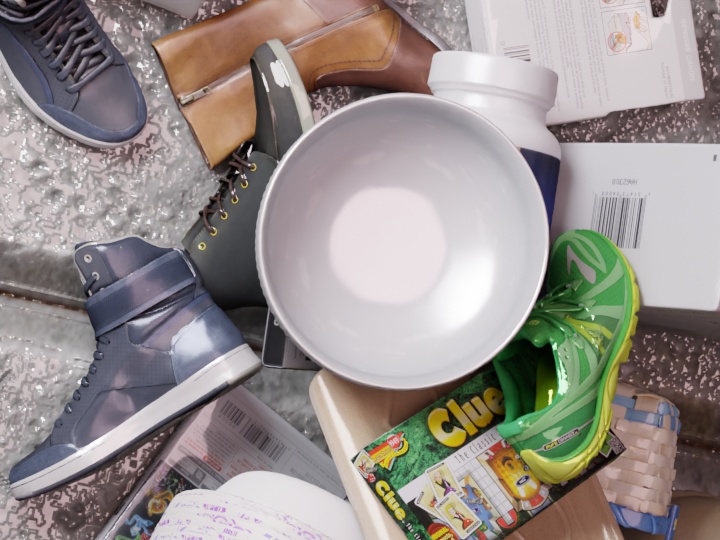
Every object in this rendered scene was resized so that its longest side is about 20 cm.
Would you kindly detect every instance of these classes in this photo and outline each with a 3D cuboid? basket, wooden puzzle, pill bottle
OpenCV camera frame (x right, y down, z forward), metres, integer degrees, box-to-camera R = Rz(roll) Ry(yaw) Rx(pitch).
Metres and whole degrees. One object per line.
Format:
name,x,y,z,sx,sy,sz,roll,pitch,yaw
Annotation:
basket,0.156,0.177,1.701,0.175,0.139,0.201,18,85,15
wooden puzzle,0.072,0.148,1.590,0.199,0.046,0.186,-5,60,-35
pill bottle,0.083,-0.052,1.656,0.115,0.116,0.201,9,87,-18

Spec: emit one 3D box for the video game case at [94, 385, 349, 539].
video game case,-0.082,0.208,1.698,0.200,0.023,0.182,40,76,-15

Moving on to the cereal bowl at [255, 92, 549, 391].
cereal bowl,0.025,-0.017,1.551,0.199,0.083,0.201,1,86,-7

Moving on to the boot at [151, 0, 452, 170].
boot,-0.031,-0.134,1.704,0.199,0.068,0.189,-33,108,-12

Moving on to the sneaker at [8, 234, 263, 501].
sneaker,-0.191,0.062,1.634,0.202,0.077,0.147,-33,87,1

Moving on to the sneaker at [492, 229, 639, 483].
sneaker,0.139,0.047,1.576,0.083,0.074,0.201,36,49,-30

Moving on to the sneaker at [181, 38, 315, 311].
sneaker,-0.083,-0.063,1.656,0.106,0.075,0.201,-10,105,-8

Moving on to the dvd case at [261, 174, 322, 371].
dvd case,0.000,0.000,1.663,0.200,0.025,0.151,7,90,-58

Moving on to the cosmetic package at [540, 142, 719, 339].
cosmetic package,0.256,-0.016,1.695,0.199,0.199,0.124,11,85,-41

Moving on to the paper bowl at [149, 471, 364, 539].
paper bowl,-0.049,0.216,1.592,0.200,0.200,0.105,36,66,-15

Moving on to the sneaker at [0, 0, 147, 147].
sneaker,-0.212,-0.171,1.592,0.077,0.146,0.202,-45,104,-16

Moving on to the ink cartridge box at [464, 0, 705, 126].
ink cartridge box,0.169,-0.217,1.783,0.175,0.045,0.201,-9,92,-18

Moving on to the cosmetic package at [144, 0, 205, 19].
cosmetic package,-0.132,-0.298,1.649,0.107,0.085,0.201,21,78,-10

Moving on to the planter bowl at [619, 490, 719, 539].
planter bowl,0.276,0.275,1.760,0.199,0.135,0.202,0,89,-19

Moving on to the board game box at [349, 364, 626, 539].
board game box,0.091,0.127,1.571,0.200,0.023,0.105,-29,75,-43
